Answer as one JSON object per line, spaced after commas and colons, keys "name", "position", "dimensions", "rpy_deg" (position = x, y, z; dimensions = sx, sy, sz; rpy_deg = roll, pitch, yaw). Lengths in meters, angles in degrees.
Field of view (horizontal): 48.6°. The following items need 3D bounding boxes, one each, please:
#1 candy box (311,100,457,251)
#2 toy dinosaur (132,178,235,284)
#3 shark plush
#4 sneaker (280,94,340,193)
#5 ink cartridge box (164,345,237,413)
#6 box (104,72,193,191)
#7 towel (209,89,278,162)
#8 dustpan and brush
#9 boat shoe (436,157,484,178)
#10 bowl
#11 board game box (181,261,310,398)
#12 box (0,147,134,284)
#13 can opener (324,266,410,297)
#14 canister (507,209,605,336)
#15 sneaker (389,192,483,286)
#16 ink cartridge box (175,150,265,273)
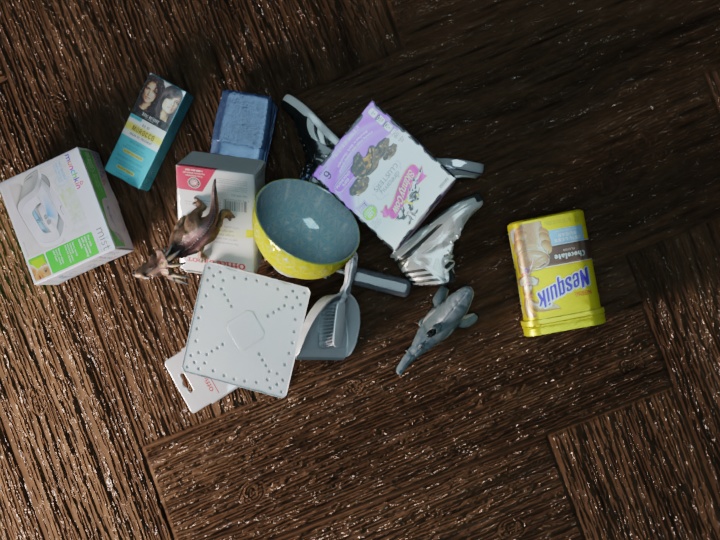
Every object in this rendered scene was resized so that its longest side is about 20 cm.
{"name": "candy box", "position": [0.044, -0.163, 1.392], "dimensions": [0.199, 0.072, 0.168], "rpy_deg": [42, 98, 3]}
{"name": "toy dinosaur", "position": [-0.285, -0.052, 1.344], "dimensions": [0.085, 0.136, 0.200], "rpy_deg": [39, 115, -9]}
{"name": "shark plush", "position": [0.127, 0.100, 1.444], "dimensions": [0.198, 0.083, 0.092], "rpy_deg": [-36, 88, 4]}
{"name": "sneaker", "position": [-0.095, -0.220, 1.464], "dimensions": [0.200, 0.073, 0.112], "rpy_deg": [43, 92, 2]}
{"name": "ink cartridge box", "position": [-0.250, 0.163, 1.485], "dimensions": [0.198, 0.067, 0.117], "rpy_deg": [-31, 89, 4]}
{"name": "box", "position": [-0.398, -0.260, 1.502], "dimensions": [0.081, 0.049, 0.203], "rpy_deg": [27, 93, 4]}
{"name": "towel", "position": [-0.225, -0.229, 1.488], "dimensions": [0.109, 0.049, 0.205], "rpy_deg": [12, 93, 3]}
{"name": "dustpan and brush", "position": [-0.040, 0.065, 1.431], "dimensions": [0.057, 0.138, 0.205], "rpy_deg": [9, 91, 43]}
{"name": "boat shoe", "position": [0.125, -0.171, 1.449], "dimensions": [0.195, 0.072, 0.067], "rpy_deg": [2, 95, 6]}
{"name": "bowl", "position": [-0.108, -0.053, 1.403], "dimensions": [0.198, 0.201, 0.108], "rpy_deg": [33, 132, 3]}
{"name": "board game box", "position": [-0.204, 0.106, 1.431], "dimensions": [0.196, 0.026, 0.204], "rpy_deg": [14, 94, 1]}
{"name": "box", "position": [-0.547, -0.099, 1.495], "dimensions": [0.173, 0.097, 0.204], "rpy_deg": [-21, 88, 7]}
{"name": "can opener", "position": [0.000, 0.000, 1.469], "dimensions": [0.196, 0.053, 0.068], "rpy_deg": [18, 96, 4]}
{"name": "canister", "position": [0.347, 0.004, 1.425], "dimensions": [0.145, 0.087, 0.205], "rpy_deg": [-11, 88, 4]}
{"name": "sneaker", "position": [0.161, -0.045, 1.448], "dimensions": [0.199, 0.076, 0.116], "rpy_deg": [-37, 88, 13]}
{"name": "ink cartridge box", "position": [-0.251, -0.099, 1.439], "dimensions": [0.142, 0.084, 0.204], "rpy_deg": [8, 116, 5]}
